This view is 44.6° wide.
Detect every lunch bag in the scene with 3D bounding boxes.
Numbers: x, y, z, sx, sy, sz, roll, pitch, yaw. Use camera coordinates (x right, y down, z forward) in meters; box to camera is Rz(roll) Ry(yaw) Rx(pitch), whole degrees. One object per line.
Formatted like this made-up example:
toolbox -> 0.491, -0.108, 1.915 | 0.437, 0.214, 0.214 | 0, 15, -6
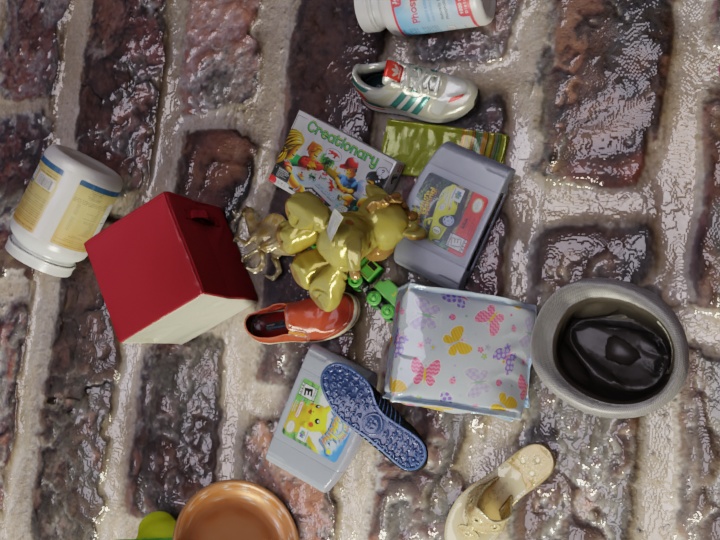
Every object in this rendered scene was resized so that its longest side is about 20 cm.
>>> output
lunch bag -> 0.141, 0.116, 1.229 | 0.199, 0.127, 0.170 | 8, 84, -3

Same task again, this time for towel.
towel -> 0.122, -0.179, 1.336 | 0.199, 0.018, 0.086 | 13, 88, 25

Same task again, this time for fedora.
fedora -> 0.331, 0.102, 1.165 | 0.199, 0.090, 0.178 | 15, 91, 19

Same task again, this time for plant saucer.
plant saucer -> -0.188, 0.416, 1.323 | 0.201, 0.200, 0.037 | 61, 141, 18

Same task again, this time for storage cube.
storage cube -> -0.304, 0.004, 1.422 | 0.200, 0.171, 0.180 | -30, 74, 18

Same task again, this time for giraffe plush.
giraffe plush -> -0.004, -0.057, 1.278 | 0.200, 0.162, 0.173 | -36, 79, 56

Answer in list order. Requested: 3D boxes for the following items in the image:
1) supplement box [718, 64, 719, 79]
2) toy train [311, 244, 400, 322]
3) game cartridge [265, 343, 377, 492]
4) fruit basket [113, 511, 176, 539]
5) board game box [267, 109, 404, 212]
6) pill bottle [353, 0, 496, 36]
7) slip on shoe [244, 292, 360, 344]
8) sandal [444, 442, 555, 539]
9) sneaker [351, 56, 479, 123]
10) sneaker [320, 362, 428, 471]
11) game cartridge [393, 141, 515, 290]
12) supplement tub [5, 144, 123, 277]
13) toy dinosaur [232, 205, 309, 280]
supplement box -> 0.520, -0.163, 1.107 | 0.103, 0.101, 0.201 | -8, 80, 24
toy train -> 0.000, 0.000, 1.350 | 0.056, 0.042, 0.200 | -45, 72, -2
game cartridge -> -0.055, 0.230, 1.356 | 0.133, 0.040, 0.201 | 23, 93, 21
fruit basket -> -0.306, 0.472, 1.376 | 0.215, 0.215, 0.156 | 6, 88, 25
board game box -> -0.041, -0.155, 1.391 | 0.200, 0.035, 0.127 | 31, 102, 24
pill bottle -> 0.096, -0.413, 1.326 | 0.199, 0.109, 0.109 | -2, 83, 24
slip on shoe -> -0.094, 0.077, 1.378 | 0.199, 0.061, 0.074 | -10, 77, 21
sandal -> 0.180, 0.319, 1.217 | 0.212, 0.070, 0.078 | -48, 68, 12
sneaker -> 0.076, -0.276, 1.322 | 0.199, 0.093, 0.071 | 12, 79, 26
sneaker -> 0.019, 0.218, 1.286 | 0.070, 0.078, 0.200 | -43, 75, -6
game cartridge -> 0.131, -0.082, 1.302 | 0.133, 0.041, 0.201 | 28, 100, 29
supplement tub -> -0.524, -0.105, 1.548 | 0.144, 0.145, 0.201 | 32, 97, 24
toy dinosaur -> -0.140, -0.039, 1.415 | 0.200, 0.058, 0.101 | 30, 95, 24
